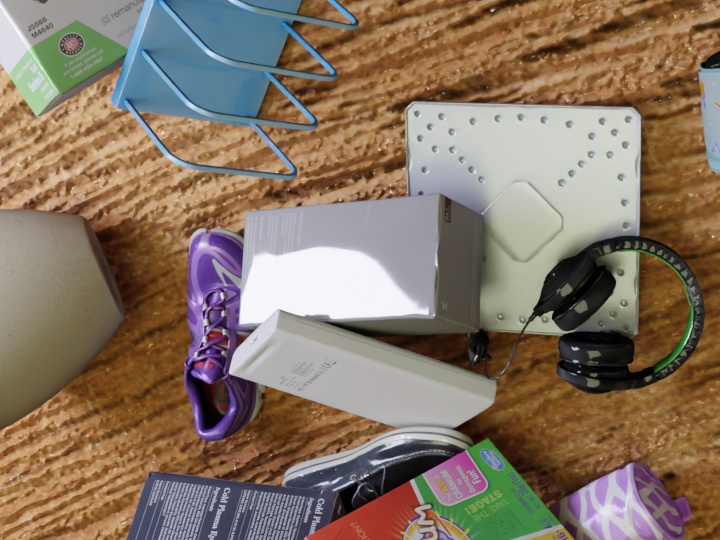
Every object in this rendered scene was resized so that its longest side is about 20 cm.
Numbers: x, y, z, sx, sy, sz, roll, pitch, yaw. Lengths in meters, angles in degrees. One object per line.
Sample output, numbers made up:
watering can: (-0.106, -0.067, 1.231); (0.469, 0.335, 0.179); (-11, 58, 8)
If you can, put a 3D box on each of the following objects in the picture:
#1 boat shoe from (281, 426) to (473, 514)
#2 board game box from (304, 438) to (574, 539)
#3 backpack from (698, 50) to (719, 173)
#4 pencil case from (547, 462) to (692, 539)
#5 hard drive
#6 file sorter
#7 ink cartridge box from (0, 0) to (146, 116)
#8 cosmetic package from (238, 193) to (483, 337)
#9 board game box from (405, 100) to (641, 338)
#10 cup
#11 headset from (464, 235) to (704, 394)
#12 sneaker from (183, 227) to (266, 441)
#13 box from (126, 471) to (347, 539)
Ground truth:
boat shoe: (0.016, 0.191, 1.485); (0.199, 0.063, 0.075); (-21, 145, 27)
board game box: (0.073, 0.245, 1.371); (0.153, 0.199, 0.040); (49, 147, 28)
backpack: (0.354, -0.116, 1.229); (0.199, 0.176, 0.154); (3, 105, 21)
pencil case: (0.189, 0.246, 1.454); (0.200, 0.084, 0.085); (-33, 134, 26)
hard drive: (0.000, 0.092, 1.411); (0.199, 0.026, 0.132); (18, 155, -15)
file sorter: (-0.090, -0.190, 1.339); (0.123, 0.138, 0.201); (47, 122, 43)
ink cartridge box: (-0.262, -0.256, 1.385); (0.200, 0.145, 0.084); (56, 155, -6)
cosmetic package: (0.000, 0.000, 1.388); (0.199, 0.090, 0.107); (-1, 78, 29)
board game box: (0.139, -0.045, 1.400); (0.199, 0.026, 0.201); (3, 109, 17)
cup: (-0.297, 0.025, 1.488); (0.143, 0.200, 0.201); (-22, 101, -4)
headset: (0.186, 0.043, 1.376); (0.199, 0.094, 0.124); (-17, 98, 6)
sneaker: (-0.124, 0.061, 1.487); (0.080, 0.083, 0.201); (2, 107, 16)
box: (-0.097, 0.283, 1.492); (0.181, 0.105, 0.200); (3, 144, 16)
